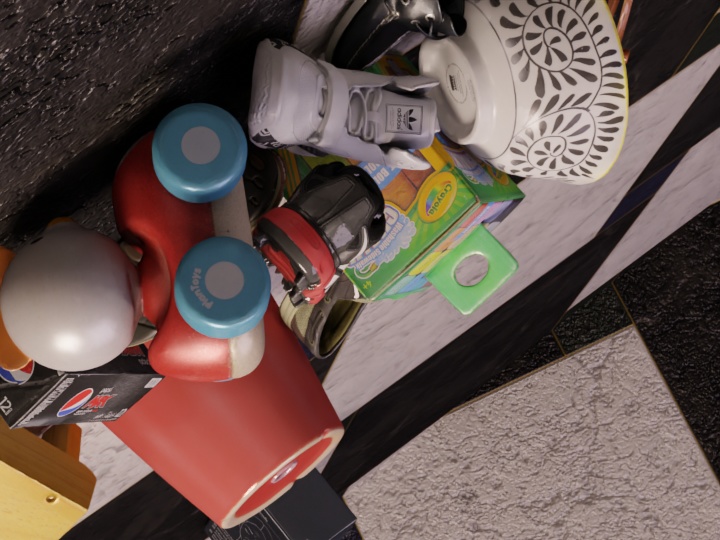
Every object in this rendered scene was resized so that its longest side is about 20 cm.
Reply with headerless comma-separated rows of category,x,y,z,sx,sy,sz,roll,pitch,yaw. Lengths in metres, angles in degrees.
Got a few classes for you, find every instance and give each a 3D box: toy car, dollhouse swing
toy car,-0.169,-0.004,1.248,0.200,0.177,0.184,-9,168,-8
dollhouse swing,-0.347,0.191,1.605,0.200,0.176,0.182,-42,126,14

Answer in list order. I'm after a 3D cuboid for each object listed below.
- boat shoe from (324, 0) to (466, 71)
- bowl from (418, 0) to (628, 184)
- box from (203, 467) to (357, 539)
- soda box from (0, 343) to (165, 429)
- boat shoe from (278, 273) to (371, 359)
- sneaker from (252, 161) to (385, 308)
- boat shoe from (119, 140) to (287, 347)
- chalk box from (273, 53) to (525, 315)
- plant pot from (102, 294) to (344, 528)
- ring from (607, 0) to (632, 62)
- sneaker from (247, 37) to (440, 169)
boat shoe,0.058,-0.199,1.337,0.199,0.066,0.074,-43,169,18
bowl,0.105,-0.148,1.406,0.094,0.201,0.201,-19,161,-22
box,-0.116,0.357,2.639,0.107,0.148,0.200,-33,167,-32
soda box,-0.226,0.075,1.456,0.063,0.071,0.200,-41,168,9
boat shoe,-0.001,0.001,1.616,0.072,0.066,0.201,-15,152,-43
sneaker,-0.028,-0.028,1.347,0.098,0.071,0.200,-42,179,-8
boat shoe,-0.124,-0.017,1.431,0.200,0.076,0.074,-43,171,17
chalk box,0.036,-0.057,1.463,0.124,0.200,0.124,-44,167,18
plant pot,-0.122,0.119,1.686,0.200,0.177,0.200,-38,167,-10
ring,0.220,-0.192,1.627,0.200,0.019,0.201,18,90,-80
sneaker,-0.008,-0.114,1.304,0.200,0.115,0.075,13,83,-80
